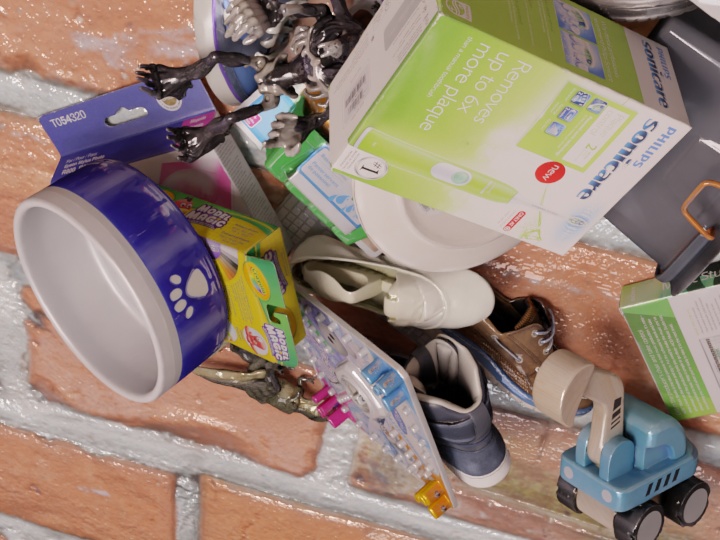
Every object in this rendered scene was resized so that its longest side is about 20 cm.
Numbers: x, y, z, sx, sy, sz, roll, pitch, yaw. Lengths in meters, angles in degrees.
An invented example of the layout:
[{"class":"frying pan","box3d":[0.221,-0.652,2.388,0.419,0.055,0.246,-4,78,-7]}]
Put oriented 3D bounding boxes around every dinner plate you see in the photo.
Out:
[{"class":"dinner plate","box3d":[0.089,-0.082,0.904,0.197,0.024,0.202,-9,123,-14]}]

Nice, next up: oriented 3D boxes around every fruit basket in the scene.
[{"class":"fruit basket","box3d":[0.024,-0.119,0.914,0.199,0.094,0.185,-33,118,27]}]

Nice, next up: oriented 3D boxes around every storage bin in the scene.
[{"class":"storage bin","box3d":[0.244,-0.099,0.842,0.134,0.146,0.201,34,130,2]}]

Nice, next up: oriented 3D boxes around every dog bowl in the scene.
[{"class":"dog bowl","box3d":[-0.207,0.009,0.967,0.199,0.079,0.202,32,142,29]}]

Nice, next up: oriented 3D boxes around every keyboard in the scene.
[{"class":"keyboard","box3d":[0.000,0.000,1.070,0.199,0.011,0.056,37,128,-12]}]

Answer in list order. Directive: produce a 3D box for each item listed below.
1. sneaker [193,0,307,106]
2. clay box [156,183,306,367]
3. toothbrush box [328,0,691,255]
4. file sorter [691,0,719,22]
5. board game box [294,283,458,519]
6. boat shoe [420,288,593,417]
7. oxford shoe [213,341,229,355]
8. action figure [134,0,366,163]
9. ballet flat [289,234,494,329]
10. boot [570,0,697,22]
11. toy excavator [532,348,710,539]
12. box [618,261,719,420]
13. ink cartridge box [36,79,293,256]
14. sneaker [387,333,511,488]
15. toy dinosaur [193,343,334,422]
[{"class":"sneaker","box3d":[-0.050,-0.215,0.872,0.144,0.081,0.202,9,123,16]},{"class":"clay box","box3d":[-0.122,0.002,0.974,0.198,0.048,0.116,20,135,37]},{"class":"toothbrush box","box3d":[0.096,-0.111,0.761,0.198,0.087,0.146,18,136,-24]},{"class":"file sorter","box3d":[0.285,-0.218,0.688,0.138,0.201,0.125,32,128,-9]},{"class":"board game box","box3d":[-0.004,0.114,1.024,0.199,0.026,0.201,35,156,43]},{"class":"boat shoe","box3d":[0.144,0.065,1.035,0.198,0.073,0.073,29,125,-9]},{"class":"oxford shoe","box3d":[-0.147,0.048,1.127,0.198,0.072,0.074,-9,142,26]},{"class":"action figure","box3d":[-0.062,-0.142,0.827,0.198,0.102,0.120,-18,99,20]},{"class":"ballet flat","box3d":[0.020,0.018,0.999,0.198,0.070,0.070,15,132,25]},{"class":"boot","box3d":[0.148,-0.250,0.762,0.198,0.070,0.133,17,133,27]},{"class":"toy excavator","box3d":[0.230,0.148,1.020,0.099,0.193,0.203,26,125,49]},{"class":"box","box3d":[0.346,0.053,0.987,0.198,0.037,0.145,-16,120,26]},{"class":"ink cartridge box","box3d":[-0.190,-0.072,1.047,0.194,0.044,0.201,-11,124,30]},{"class":"sneaker","box3d":[0.047,0.100,1.036,0.201,0.077,0.147,29,157,37]},{"class":"toy dinosaur","box3d":[-0.105,0.106,1.165,0.197,0.048,0.089,18,137,7]}]
